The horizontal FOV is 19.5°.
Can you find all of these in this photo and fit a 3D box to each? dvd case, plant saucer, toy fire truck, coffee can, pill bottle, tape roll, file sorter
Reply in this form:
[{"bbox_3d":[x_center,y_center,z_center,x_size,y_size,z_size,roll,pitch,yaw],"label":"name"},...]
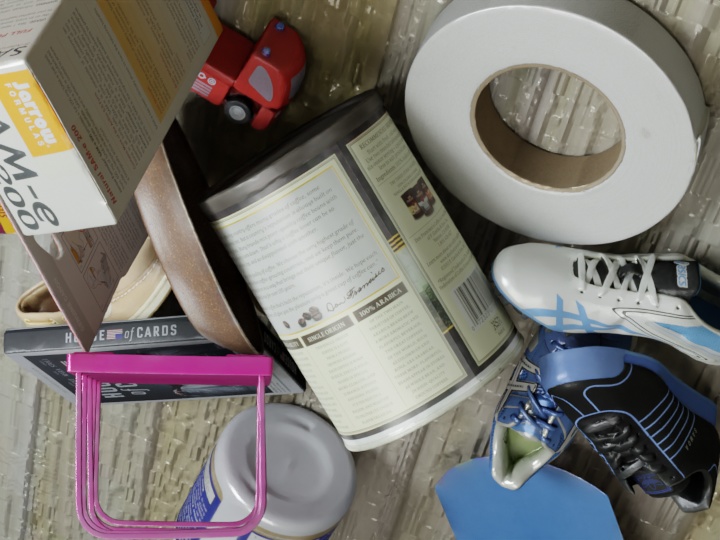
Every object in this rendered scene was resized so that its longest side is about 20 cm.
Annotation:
[{"bbox_3d":[-0.157,0.070,1.629,0.198,0.025,0.150,-5,160,14],"label":"dvd case"},{"bbox_3d":[-0.121,-0.027,1.468,0.036,0.201,0.201,-23,125,3],"label":"plant saucer"},{"bbox_3d":[-0.113,-0.193,1.404,0.199,0.049,0.141,31,136,-6],"label":"toy fire truck"},{"bbox_3d":[0.000,0.000,1.428,0.146,0.146,0.201,-24,101,40],"label":"coffee can"},{"bbox_3d":[-0.089,0.210,1.739,0.119,0.120,0.200,28,138,-2],"label":"pill bottle"},{"bbox_3d":[0.129,-0.103,1.384,0.201,0.037,0.204,13,136,13],"label":"tape roll"},{"bbox_3d":[-0.133,0.127,1.497,0.138,0.127,0.200,1,175,-3],"label":"file sorter"}]

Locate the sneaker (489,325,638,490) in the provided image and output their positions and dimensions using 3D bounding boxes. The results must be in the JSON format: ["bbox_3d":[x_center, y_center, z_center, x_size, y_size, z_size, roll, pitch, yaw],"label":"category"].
[{"bbox_3d":[0.146,0.087,1.533,0.075,0.077,0.201,24,136,5],"label":"sneaker"}]

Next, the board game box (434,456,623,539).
[{"bbox_3d":[0.152,0.211,1.684,0.157,0.039,0.201,1,128,33],"label":"board game box"}]

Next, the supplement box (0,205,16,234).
[{"bbox_3d":[-0.341,-0.096,1.585,0.199,0.086,0.111,1,133,25],"label":"supplement box"}]

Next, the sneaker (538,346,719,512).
[{"bbox_3d":[0.195,0.113,1.475,0.070,0.078,0.199,-18,150,37],"label":"sneaker"}]

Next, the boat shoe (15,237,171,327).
[{"bbox_3d":[-0.205,0.013,1.634,0.069,0.074,0.200,37,138,-20],"label":"boat shoe"}]

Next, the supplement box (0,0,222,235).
[{"bbox_3d":[-0.171,-0.135,1.303,0.073,0.201,0.127,-6,129,27],"label":"supplement box"}]

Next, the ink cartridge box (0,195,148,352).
[{"bbox_3d":[-0.218,-0.070,1.481,0.044,0.177,0.201,-4,130,25],"label":"ink cartridge box"}]

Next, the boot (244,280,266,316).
[{"bbox_3d":[0.009,0.008,1.538,0.154,0.074,0.201,-17,122,28],"label":"boot"}]

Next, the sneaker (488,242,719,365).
[{"bbox_3d":[0.186,0.011,1.427,0.198,0.072,0.073,12,138,-10],"label":"sneaker"}]
